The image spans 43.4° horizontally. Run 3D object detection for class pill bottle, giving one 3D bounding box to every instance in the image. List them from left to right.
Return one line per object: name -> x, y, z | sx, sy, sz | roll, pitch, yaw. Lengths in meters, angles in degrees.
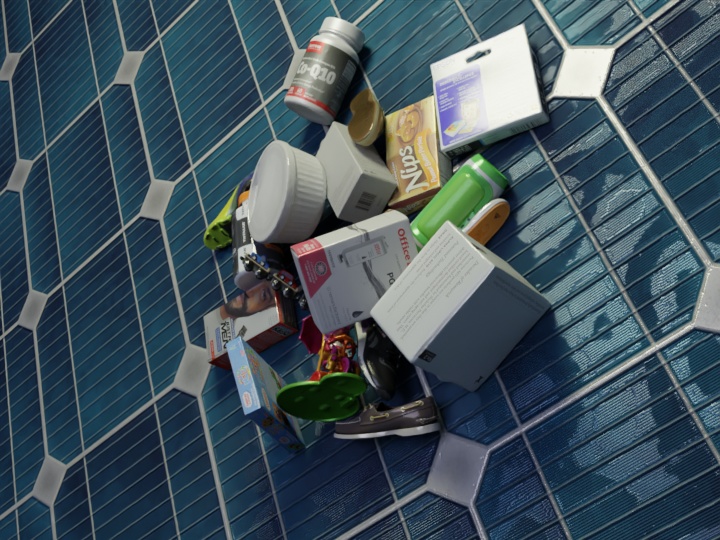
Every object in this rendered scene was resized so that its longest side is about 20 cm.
pill bottle -> -0.213, -0.065, 1.865 | 0.106, 0.106, 0.201 | -24, 58, 29
pill bottle -> -0.072, -0.418, 1.898 | 0.113, 0.114, 0.201 | 18, 83, 42

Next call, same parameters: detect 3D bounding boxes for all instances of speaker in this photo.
speaker -> 0.166, -0.106, 1.588 | 0.200, 0.088, 0.089 | -48, 49, 12

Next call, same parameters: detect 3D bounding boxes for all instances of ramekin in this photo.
ramekin -> -0.141, -0.145, 1.763 | 0.202, 0.094, 0.204 | -29, 56, 56

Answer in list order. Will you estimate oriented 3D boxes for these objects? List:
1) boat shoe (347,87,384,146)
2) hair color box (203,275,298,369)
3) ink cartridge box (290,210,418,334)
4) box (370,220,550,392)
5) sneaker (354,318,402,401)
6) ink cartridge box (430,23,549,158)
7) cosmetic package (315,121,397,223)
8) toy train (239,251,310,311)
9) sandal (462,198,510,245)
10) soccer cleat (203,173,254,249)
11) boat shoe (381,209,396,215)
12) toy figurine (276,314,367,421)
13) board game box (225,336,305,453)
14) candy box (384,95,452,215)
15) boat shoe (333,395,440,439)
boat shoe -> 0.020, -0.287, 1.754 | 0.072, 0.065, 0.200 | -36, 26, 18
hair color box -> -0.224, 0.107, 1.829 | 0.199, 0.064, 0.112 | -29, 54, 25
ink cartridge box -> 0.000, 0.000, 1.524 | 0.199, 0.148, 0.083 | -20, 16, -9
box -> 0.160, 0.062, 1.440 | 0.200, 0.199, 0.131 | -50, 49, 10
sneaker -> 0.045, 0.132, 1.564 | 0.087, 0.076, 0.201 | -32, 35, 15
ink cartridge box -> 0.231, -0.325, 1.648 | 0.197, 0.043, 0.201 | -18, 61, 25
cosmetic package -> -0.016, -0.185, 1.731 | 0.108, 0.084, 0.201 | -59, 32, 27
toy train -> -0.147, 0.023, 1.753 | 0.199, 0.034, 0.046 | 34, 80, 4
sandal -> 0.189, -0.032, 1.540 | 0.207, 0.079, 0.059 | -50, 46, 8
soccer cleat -> -0.272, -0.128, 1.986 | 0.200, 0.065, 0.084 | -51, 18, 16
boat shoe -> 0.028, -0.019, 1.615 | 0.075, 0.074, 0.201 | 13, 74, 19
toy figurine -> -0.057, 0.147, 1.622 | 0.200, 0.149, 0.185 | -40, 37, 46
board game box -> -0.170, 0.228, 1.638 | 0.036, 0.200, 0.152 | -26, 54, 5
candy box -> 0.108, -0.215, 1.701 | 0.115, 0.055, 0.201 | -19, 60, 33
boat shoe -> 0.041, 0.251, 1.534 | 0.199, 0.072, 0.060 | -11, 84, 31
